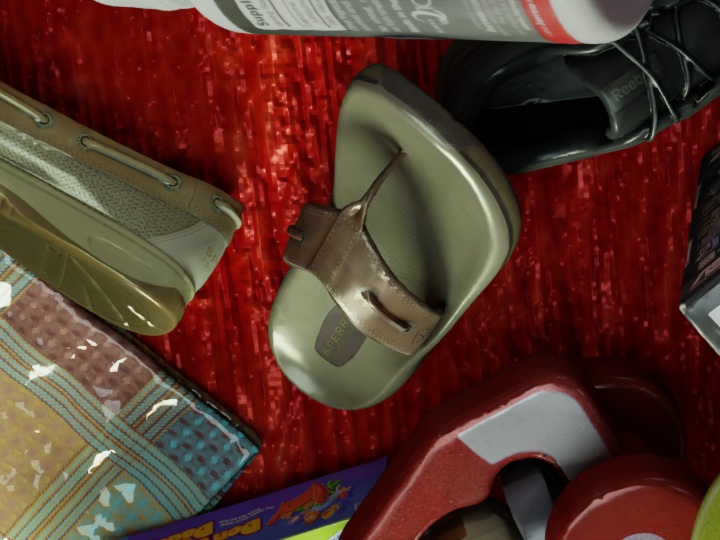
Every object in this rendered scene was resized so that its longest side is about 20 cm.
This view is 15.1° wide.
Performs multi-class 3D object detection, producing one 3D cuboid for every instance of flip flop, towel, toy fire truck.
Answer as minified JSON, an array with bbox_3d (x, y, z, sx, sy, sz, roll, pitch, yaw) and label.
[{"bbox_3d":[0.000,0.000,1.007,0.081,0.058,0.200,41,146,8],"label":"flip flop"},{"bbox_3d":[-0.154,0.097,1.137,0.147,0.022,0.200,38,113,-8],"label":"towel"},{"bbox_3d":[0.073,0.137,1.043,0.168,0.112,0.200,-30,112,8],"label":"toy fire truck"}]

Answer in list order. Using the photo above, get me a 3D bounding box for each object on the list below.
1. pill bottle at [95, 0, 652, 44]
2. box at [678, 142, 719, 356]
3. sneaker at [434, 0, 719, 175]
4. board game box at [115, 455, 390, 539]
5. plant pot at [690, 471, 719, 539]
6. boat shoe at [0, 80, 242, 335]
[{"bbox_3d":[-0.001,-0.138,0.948,0.200,0.114,0.114,4,114,26],"label":"pill bottle"},{"bbox_3d":[0.200,-0.060,0.936,0.200,0.161,0.049,-41,102,20],"label":"box"},{"bbox_3d":[0.116,-0.083,0.980,0.200,0.091,0.076,-29,102,18],"label":"sneaker"},{"bbox_3d":[-0.016,0.188,1.127,0.134,0.045,0.200,-18,112,13],"label":"board game box"},{"bbox_3d":[0.210,0.083,0.941,0.200,0.193,0.201,12,112,31],"label":"plant pot"},{"bbox_3d":[-0.142,-0.054,1.056,0.201,0.063,0.073,33,158,-1],"label":"boat shoe"}]
